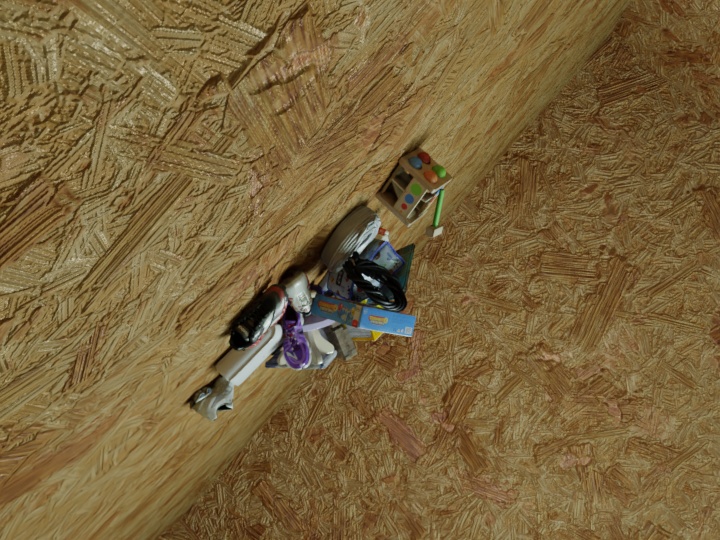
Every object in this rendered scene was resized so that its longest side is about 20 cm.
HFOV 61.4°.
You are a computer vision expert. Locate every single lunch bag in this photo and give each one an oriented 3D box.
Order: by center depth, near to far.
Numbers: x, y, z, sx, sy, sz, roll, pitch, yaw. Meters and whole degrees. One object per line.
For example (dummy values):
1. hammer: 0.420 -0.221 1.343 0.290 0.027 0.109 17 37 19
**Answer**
1. lunch bag: 0.000 0.000 1.782 0.200 0.124 0.170 -49 -152 -10

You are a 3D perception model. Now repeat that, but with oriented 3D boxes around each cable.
1. cable: 0.043 0.032 1.554 0.051 0.200 0.163 -47 -176 18
2. cable: -0.027 -0.082 1.634 0.200 0.069 0.200 -48 173 7

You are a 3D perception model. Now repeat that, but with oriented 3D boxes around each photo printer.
1. photo printer: -0.293 0.218 1.647 0.200 0.069 0.167 -46 172 -14

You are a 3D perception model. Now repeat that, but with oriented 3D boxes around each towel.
1. towel: 0.090 0.013 1.798 0.146 0.022 0.201 -23 -143 36
2. towel: -0.181 0.271 1.876 0.147 0.198 0.024 -34 122 -72

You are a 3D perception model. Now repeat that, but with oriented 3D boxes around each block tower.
1. block tower: -0.079 0.185 1.929 0.054 0.202 0.058 -25 -176 -39

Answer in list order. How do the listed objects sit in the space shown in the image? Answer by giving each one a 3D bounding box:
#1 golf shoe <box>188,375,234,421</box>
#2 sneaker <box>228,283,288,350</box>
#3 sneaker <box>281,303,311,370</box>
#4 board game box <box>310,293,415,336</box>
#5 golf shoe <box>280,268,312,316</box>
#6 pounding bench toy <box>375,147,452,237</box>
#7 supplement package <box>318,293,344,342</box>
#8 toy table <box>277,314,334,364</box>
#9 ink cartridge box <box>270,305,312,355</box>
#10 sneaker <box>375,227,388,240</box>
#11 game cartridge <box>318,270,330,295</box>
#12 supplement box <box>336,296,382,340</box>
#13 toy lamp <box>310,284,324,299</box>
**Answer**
1. golf shoe: -0.386 0.351 1.703 0.079 0.097 0.200 -55 171 36
2. sneaker: -0.242 0.116 1.422 0.201 0.071 0.098 -49 174 20
3. sneaker: -0.191 0.179 1.686 0.080 0.202 0.084 -15 153 -2
4. board game box: 0.007 0.117 1.590 0.199 0.195 0.057 14 88 -42
5. golf shoe: -0.152 0.058 1.548 0.072 0.092 0.200 -37 168 -12
6. pounding bench toy: 0.175 -0.207 1.634 0.124 0.200 0.156 -37 168 -50
7. supplement package: -0.106 0.174 2.024 0.121 0.120 0.200 -17 -150 52
8. toy table: -0.164 0.206 1.822 0.198 0.119 0.184 -8 -171 -18
9. ink cartridge box: -0.225 0.183 1.933 0.200 0.044 0.094 -48 174 -5
10. sneaker: 0.047 -0.098 2.015 0.094 0.070 0.200 -68 165 13
11. game cartridge: -0.068 0.011 1.985 0.134 0.041 0.200 -57 168 30
12. supplement box: 0.004 0.113 1.945 0.108 0.202 0.109 -3 -162 31
13. toy lamp: -0.149 0.072 1.757 0.058 0.058 0.200 -49 172 11
